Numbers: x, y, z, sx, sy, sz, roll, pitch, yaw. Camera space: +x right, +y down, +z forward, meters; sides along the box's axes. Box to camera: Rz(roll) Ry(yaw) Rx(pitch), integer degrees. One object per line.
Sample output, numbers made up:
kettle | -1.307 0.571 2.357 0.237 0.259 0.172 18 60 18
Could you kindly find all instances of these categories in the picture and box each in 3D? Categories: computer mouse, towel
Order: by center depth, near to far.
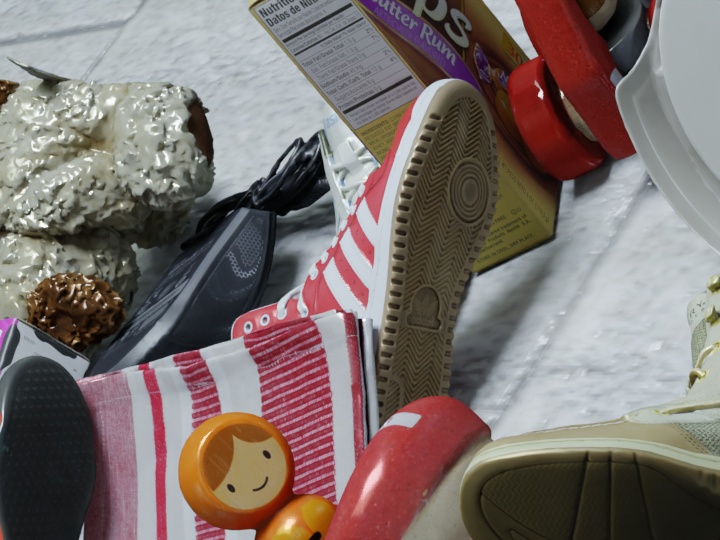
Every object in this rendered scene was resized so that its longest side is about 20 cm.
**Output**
towel | -0.069 0.106 1.413 0.199 0.023 0.145 -16 72 40
computer mouse | -0.079 0.015 1.607 0.138 0.053 0.200 -32 18 49

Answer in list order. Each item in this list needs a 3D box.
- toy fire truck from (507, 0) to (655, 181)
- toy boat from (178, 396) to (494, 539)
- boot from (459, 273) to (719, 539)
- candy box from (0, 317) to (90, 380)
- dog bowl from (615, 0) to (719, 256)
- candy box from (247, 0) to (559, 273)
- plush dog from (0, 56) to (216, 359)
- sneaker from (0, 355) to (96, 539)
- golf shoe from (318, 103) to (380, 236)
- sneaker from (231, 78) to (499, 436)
toy fire truck | 0.112 -0.157 1.482 0.112 0.168 0.200 -27 30 26
toy boat | -0.026 0.116 1.248 0.200 0.131 0.131 -42 3 42
boot | 0.138 0.061 1.172 0.199 0.072 0.155 -1 32 1
candy box | -0.239 0.132 1.578 0.136 0.061 0.201 -10 57 46
dog bowl | 0.198 -0.091 1.263 0.059 0.201 0.200 -27 17 -34
candy box | 0.028 -0.110 1.487 0.056 0.200 0.117 -25 31 27
plush dog | -0.176 -0.019 1.665 0.200 0.160 0.173 137 143 -76
sneaker | -0.189 0.151 1.457 0.108 0.067 0.202 -20 68 43
golf shoe | 0.003 -0.042 1.537 0.078 0.097 0.200 -29 31 19
sneaker | 0.000 0.000 1.432 0.112 0.071 0.201 6 80 47
